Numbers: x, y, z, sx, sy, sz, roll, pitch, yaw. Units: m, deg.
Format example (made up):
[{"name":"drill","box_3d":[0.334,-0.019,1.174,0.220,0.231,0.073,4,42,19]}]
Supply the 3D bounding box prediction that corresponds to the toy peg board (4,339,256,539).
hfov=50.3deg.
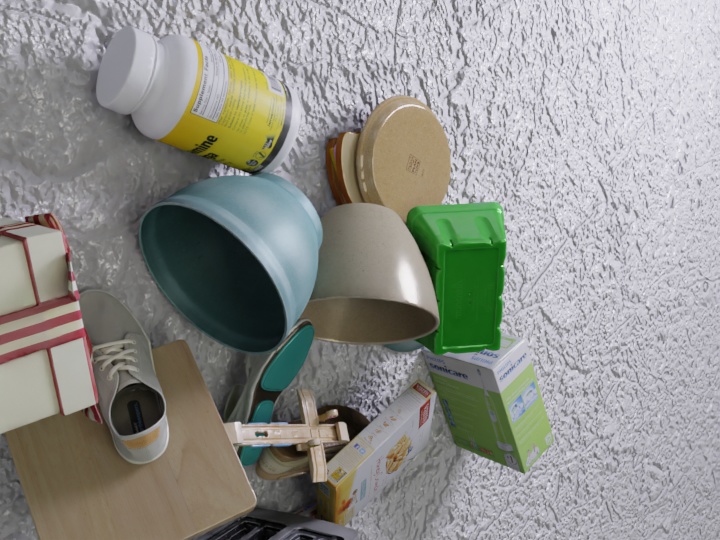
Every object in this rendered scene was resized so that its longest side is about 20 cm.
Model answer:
[{"name":"toy peg board","box_3d":[-0.243,0.208,0.805,0.199,0.098,0.200,-19,66,-25]}]

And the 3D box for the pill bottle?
[{"name":"pill bottle","box_3d":[-0.173,-0.183,0.828,0.200,0.112,0.113,16,86,-40]}]

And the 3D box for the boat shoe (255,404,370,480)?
[{"name":"boat shoe","box_3d":[-0.060,0.232,1.031,0.200,0.071,0.065,1,132,-49]}]

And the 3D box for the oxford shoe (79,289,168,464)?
[{"name":"oxford shoe","box_3d":[-0.244,0.098,0.780,0.075,0.200,0.058,-18,153,-20]}]

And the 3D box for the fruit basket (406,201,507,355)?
[{"name":"fruit basket","box_3d":[0.137,-0.001,1.070,0.155,0.216,0.217,-4,101,-7]}]

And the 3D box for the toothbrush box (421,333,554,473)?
[{"name":"toothbrush box","box_3d":[0.198,0.194,1.186,0.086,0.145,0.201,-38,119,-30]}]

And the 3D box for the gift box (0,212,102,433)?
[{"name":"gift box","box_3d":[-0.334,0.058,0.677,0.186,0.200,0.185,-19,114,-38]}]

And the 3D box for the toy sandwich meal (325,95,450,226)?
[{"name":"toy sandwich meal","box_3d":[0.043,-0.142,1.055,0.205,0.070,0.206,-6,98,-44]}]

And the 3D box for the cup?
[{"name":"cup","box_3d":[0.000,0.000,0.975,0.200,0.200,0.144,22,61,-41]}]

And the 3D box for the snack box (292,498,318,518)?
[{"name":"snack box","box_3d":[-0.059,0.423,1.082,0.072,0.024,0.201,-20,110,-35]}]

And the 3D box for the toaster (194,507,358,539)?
[{"name":"toaster","box_3d":[-0.102,0.379,0.914,0.200,0.180,0.119,-10,103,-63]}]

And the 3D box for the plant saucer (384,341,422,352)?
[{"name":"plant saucer","box_3d":[0.089,0.026,1.136,0.200,0.039,0.202,-9,103,-40]}]

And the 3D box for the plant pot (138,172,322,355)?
[{"name":"plant pot","box_3d":[-0.125,-0.026,0.852,0.134,0.200,0.201,-49,126,-38]}]

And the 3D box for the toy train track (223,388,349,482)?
[{"name":"toy train track","box_3d":[-0.078,0.189,0.900,0.200,0.032,0.115,12,58,-47]}]

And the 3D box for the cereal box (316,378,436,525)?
[{"name":"cereal box","box_3d":[0.022,0.254,1.042,0.200,0.039,0.144,-37,149,-30]}]

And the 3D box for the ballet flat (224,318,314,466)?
[{"name":"ballet flat","box_3d":[-0.125,0.140,0.940,0.069,0.069,0.201,22,94,-41]}]
